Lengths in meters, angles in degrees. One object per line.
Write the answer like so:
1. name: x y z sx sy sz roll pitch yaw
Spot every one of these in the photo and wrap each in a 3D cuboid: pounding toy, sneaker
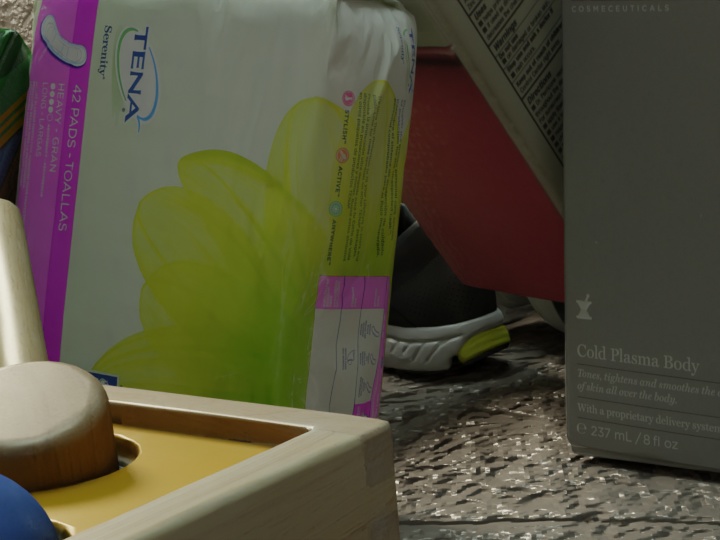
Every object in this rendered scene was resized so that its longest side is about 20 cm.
1. pounding toy: -0.094 0.071 0.449 0.183 0.143 0.199 4 14 36
2. sneaker: 0.000 0.000 0.945 0.199 0.085 0.074 6 14 44

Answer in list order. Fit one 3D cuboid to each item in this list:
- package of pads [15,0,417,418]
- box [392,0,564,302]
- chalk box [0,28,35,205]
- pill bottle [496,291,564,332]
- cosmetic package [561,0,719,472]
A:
1. package of pads: -0.060 -0.012 0.696 0.154 0.202 0.068 7 4 31
2. box: 0.065 -0.098 0.784 0.109 0.200 0.128 9 55 48
3. chalk box: -0.204 0.009 0.736 0.124 0.201 0.124 9 -26 19
4. pill bottle: 0.144 -0.025 0.915 0.199 0.121 0.119 3 13 34
5. cosmetic package: 0.143 -0.028 0.713 0.106 0.202 0.090 3 13 40
